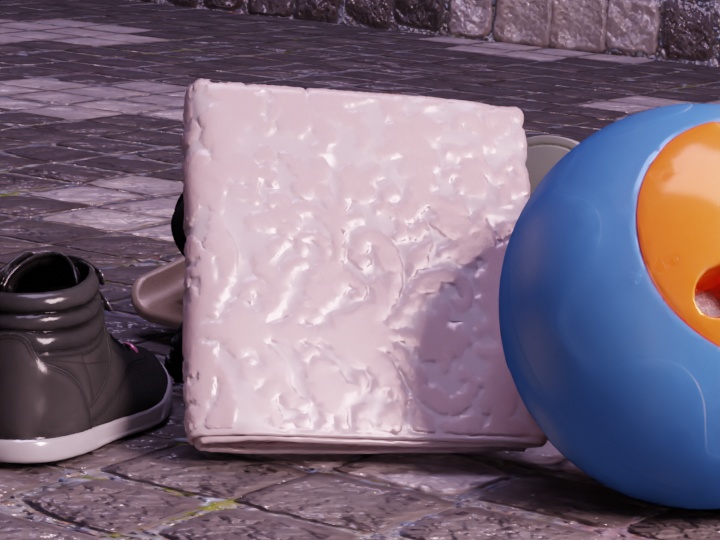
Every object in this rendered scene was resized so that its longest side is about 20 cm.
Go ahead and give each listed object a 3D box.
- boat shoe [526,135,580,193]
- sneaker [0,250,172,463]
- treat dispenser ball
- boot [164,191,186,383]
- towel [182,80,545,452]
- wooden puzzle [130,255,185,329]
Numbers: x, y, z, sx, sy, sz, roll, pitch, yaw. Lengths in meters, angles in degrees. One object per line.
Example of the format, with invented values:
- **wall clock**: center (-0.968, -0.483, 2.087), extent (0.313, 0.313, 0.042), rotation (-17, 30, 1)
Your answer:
- **boat shoe**: center (0.181, -0.046, 1.872), extent (0.060, 0.076, 0.200), rotation (-3, 20, -45)
- **sneaker**: center (-0.146, 0.035, 1.450), extent (0.070, 0.100, 0.200), rotation (4, 9, 15)
- **treat dispenser ball**: center (0.168, 0.017, 1.358), extent (0.200, 0.202, 0.201), rotation (3, 10, -1)
- **boot**: center (-0.065, 0.004, 1.598), extent (0.198, 0.073, 0.163), rotation (-14, 35, 41)
- **towel**: center (0.000, 0.000, 1.443), extent (0.190, 0.201, 0.032), rotation (3, -23, -13)
- **wooden puzzle**: center (-0.013, 0.016, 1.699), extent (0.200, 0.037, 0.185), rotation (18, 33, 41)
